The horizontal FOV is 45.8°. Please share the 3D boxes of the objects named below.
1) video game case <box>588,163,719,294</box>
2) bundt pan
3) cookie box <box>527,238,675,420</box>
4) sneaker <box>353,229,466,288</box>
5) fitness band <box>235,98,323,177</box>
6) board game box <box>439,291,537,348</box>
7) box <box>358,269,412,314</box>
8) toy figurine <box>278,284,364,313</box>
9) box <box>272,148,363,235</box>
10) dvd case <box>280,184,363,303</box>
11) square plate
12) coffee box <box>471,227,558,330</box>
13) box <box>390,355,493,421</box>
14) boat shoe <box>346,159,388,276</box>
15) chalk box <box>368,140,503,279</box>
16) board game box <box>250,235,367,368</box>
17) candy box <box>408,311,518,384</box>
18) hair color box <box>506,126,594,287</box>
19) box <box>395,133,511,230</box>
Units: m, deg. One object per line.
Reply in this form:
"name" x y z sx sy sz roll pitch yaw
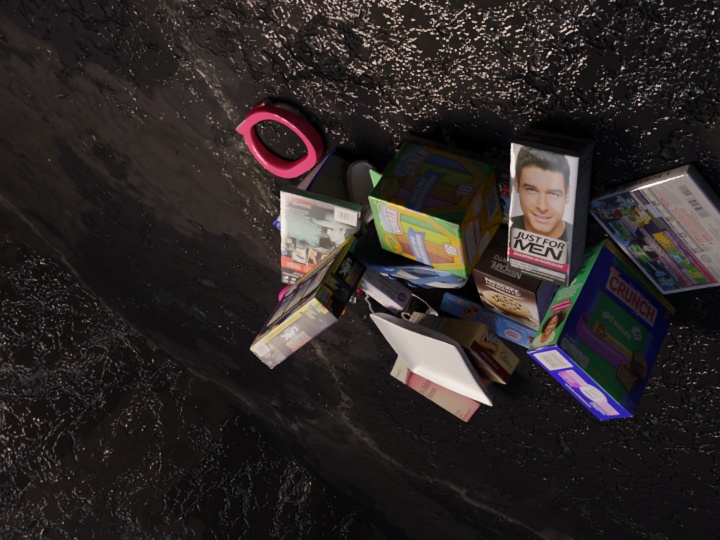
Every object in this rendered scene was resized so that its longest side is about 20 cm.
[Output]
"video game case" 0.430 -0.049 1.159 0.200 0.023 0.181 43 153 -18
"bundt pan" 0.111 0.064 1.671 0.199 0.076 0.203 28 154 15
"cookie box" 0.362 0.087 1.267 0.171 0.202 0.075 40 153 -15
"sneaker" 0.082 -0.011 1.346 0.196 0.075 0.083 12 153 23
"fitness band" -0.144 -0.233 1.523 0.143 0.038 0.199 41 155 -18
"board game box" 0.253 0.096 1.527 0.197 0.037 0.151 23 -178 22
"box" 0.000 0.000 1.499 0.199 0.039 0.041 37 155 -7
"toy figurine" -0.084 0.051 1.759 0.198 0.185 0.151 32 155 4
"box" -0.038 -0.093 1.551 0.183 0.106 0.200 39 154 -10
"dvd case" -0.068 -0.042 1.449 0.143 0.022 0.203 15 133 14
"square plate" 0.131 0.151 1.513 0.198 0.029 0.199 19 155 42
"coffee box" 0.250 0.016 1.367 0.112 0.081 0.200 23 167 22
"box" 0.178 0.209 1.801 0.198 0.110 0.128 30 155 8
"boat shoe" 0.028 -0.092 1.420 0.069 0.070 0.204 68 -177 -87
"chalk box" 0.094 -0.098 1.266 0.197 0.125 0.125 19 150 29
"board game box" -0.080 0.053 1.404 0.057 0.166 0.199 43 133 -11
"candy box" 0.176 0.137 1.533 0.115 0.056 0.199 43 160 -27
"hair color box" 0.260 -0.086 1.179 0.098 0.061 0.203 18 128 30
"box" 0.157 -0.130 1.327 0.197 0.040 0.138 21 152 27
